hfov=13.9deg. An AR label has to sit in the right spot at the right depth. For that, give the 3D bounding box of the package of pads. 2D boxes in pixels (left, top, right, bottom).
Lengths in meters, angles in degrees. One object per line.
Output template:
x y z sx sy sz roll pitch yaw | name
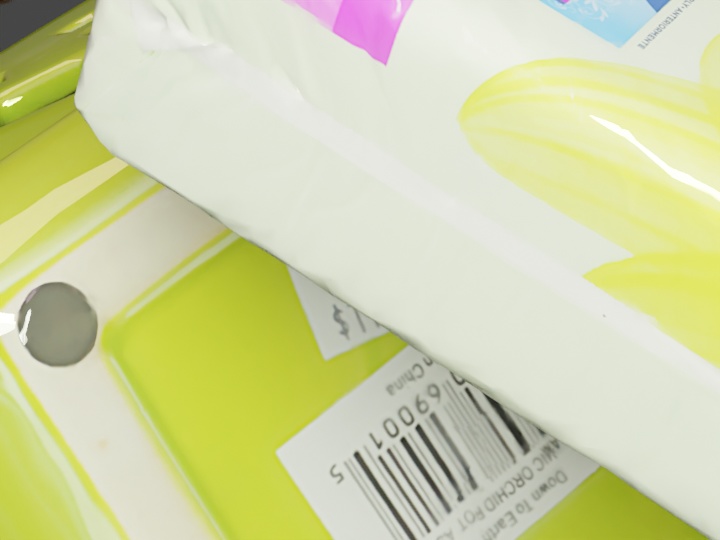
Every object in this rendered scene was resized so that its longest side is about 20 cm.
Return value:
0.077 -0.027 0.493 0.154 0.199 0.068 -39 -23 -47 | package of pads

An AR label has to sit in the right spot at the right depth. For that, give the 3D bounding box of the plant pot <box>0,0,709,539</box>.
-0.018 0.037 0.631 0.200 0.200 0.181 -36 10 -24 | plant pot
